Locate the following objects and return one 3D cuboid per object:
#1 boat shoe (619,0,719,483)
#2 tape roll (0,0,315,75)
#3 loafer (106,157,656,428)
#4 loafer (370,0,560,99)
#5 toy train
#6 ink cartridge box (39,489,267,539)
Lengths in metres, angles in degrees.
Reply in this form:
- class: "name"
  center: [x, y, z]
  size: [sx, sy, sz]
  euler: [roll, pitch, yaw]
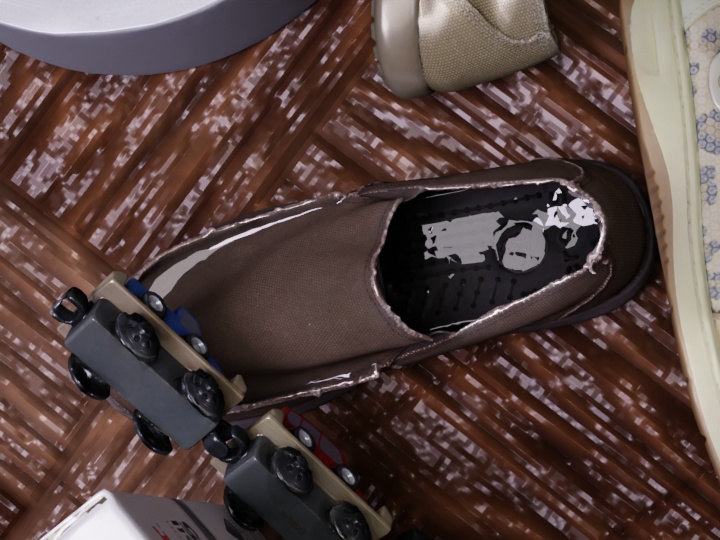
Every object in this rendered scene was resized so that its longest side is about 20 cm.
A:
- class: "boat shoe"
  center: [0.131, -0.006, 0.770]
  size: [0.062, 0.073, 0.202]
  euler: [-11, 81, 9]
- class: "tape roll"
  center: [-0.085, -0.173, 0.825]
  size: [0.198, 0.066, 0.202]
  euler: [-1, 84, 8]
- class: "loafer"
  center: [0.000, 0.000, 0.788]
  size: [0.198, 0.071, 0.074]
  euler: [-18, 81, 5]
- class: "loafer"
  center: [0.046, -0.157, 0.804]
  size: [0.067, 0.076, 0.202]
  euler: [5, 93, 7]
- class: "toy train"
  center: [-0.021, 0.069, 0.765]
  size: [0.200, 0.046, 0.034]
  euler: [43, 119, -16]
- class: "ink cartridge box"
  center: [-0.040, 0.149, 0.711]
  size: [0.084, 0.200, 0.146]
  euler: [-41, 80, 1]
